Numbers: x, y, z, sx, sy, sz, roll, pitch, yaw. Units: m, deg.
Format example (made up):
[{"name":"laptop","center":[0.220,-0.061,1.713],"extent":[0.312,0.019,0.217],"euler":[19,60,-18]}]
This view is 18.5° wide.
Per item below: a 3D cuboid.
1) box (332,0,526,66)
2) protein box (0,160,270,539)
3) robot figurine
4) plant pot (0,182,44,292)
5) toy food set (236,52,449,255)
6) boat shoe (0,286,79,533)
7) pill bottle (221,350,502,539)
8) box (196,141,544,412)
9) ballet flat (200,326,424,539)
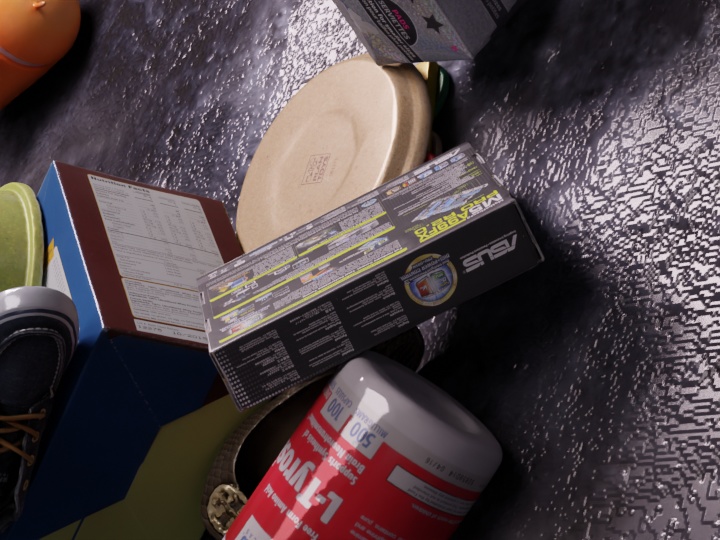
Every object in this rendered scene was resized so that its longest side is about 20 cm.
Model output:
[{"name":"box","center":[0.027,-0.249,1.440],"extent":[0.132,0.200,0.115],"euler":[-48,26,-24]},{"name":"protein box","center":[-0.170,0.069,1.521],"extent":[0.199,0.135,0.200],"euler":[-63,30,26]},{"name":"robot figurine","center":[-0.333,-0.217,2.015],"extent":[0.200,0.144,0.117],"euler":[-32,72,37]},{"name":"plant pot","center":[-0.339,0.017,1.520],"extent":[0.200,0.184,0.201],"euler":[-37,46,52]},{"name":"toy food set","center":[-0.014,-0.059,1.524],"extent":[0.198,0.049,0.201],"euler":[-24,48,43]},{"name":"boat shoe","center":[-0.224,0.096,1.398],"extent":[0.200,0.071,0.091],"euler":[124,145,-47]},{"name":"pill bottle","center":[-0.014,0.156,1.305],"extent":[0.200,0.112,0.112],"euler":[-56,33,8]},{"name":"box","center":[0.000,0.000,1.343],"extent":[0.200,0.044,0.160],"euler":[-27,18,0]},{"name":"ballet flat","center":[-0.035,0.104,1.414],"extent":[0.200,0.067,0.046],"euler":[-45,-2,18]}]
